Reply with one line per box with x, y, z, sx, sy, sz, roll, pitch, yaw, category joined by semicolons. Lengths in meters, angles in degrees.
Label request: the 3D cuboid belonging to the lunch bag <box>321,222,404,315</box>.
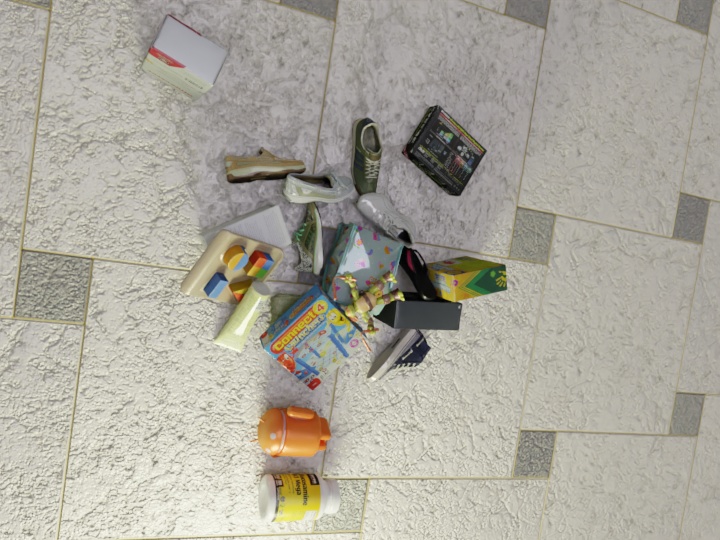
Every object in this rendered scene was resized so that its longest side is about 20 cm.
0.000;0.000;1.721;0.167;0.121;0.204;20;86;-25;lunch bag

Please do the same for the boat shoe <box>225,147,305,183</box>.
-0.228;-0.261;1.621;0.196;0.071;0.078;-8;84;-24;boat shoe

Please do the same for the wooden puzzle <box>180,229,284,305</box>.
-0.290;0.007;1.559;0.186;0.047;0.198;-50;143;16;wooden puzzle

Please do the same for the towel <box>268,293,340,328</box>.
-0.141;0.135;1.721;0.196;0.036;0.152;3;97;-25;towel

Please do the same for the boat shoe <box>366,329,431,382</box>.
0.109;0.246;1.822;0.093;0.074;0.200;46;77;-13;boat shoe

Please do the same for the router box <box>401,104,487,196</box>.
0.227;-0.321;1.812;0.199;0.062;0.151;37;82;-23;router box

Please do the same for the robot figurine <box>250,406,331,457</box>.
-0.175;0.410;1.697;0.196;0.143;0.119;10;70;-24;robot figurine

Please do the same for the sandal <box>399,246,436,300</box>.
0.147;-0.012;1.765;0.074;0.202;0.045;-6;144;-37;sandal

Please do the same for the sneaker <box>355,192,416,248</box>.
0.074;-0.131;1.745;0.198;0.088;0.075;30;113;-22;sneaker

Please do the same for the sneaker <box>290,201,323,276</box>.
-0.138;-0.085;1.683;0.086;0.077;0.205;-3;93;-5;sneaker

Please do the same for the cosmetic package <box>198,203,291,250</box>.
-0.276;-0.077;1.616;0.197;0.071;0.103;-24;107;-19;cosmetic package

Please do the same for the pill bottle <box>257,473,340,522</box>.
-0.156;0.582;1.728;0.196;0.112;0.115;6;94;-24;pill bottle

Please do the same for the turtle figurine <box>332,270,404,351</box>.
0.026;0.082;1.656;0.159;0.064;0.203;-27;94;-8;turtle figurine

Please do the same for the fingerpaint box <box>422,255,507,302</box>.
0.268;0.021;1.797;0.163;0.199;0.075;-11;101;-22;fingerpaint box

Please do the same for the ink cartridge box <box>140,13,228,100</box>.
-0.385;-0.455;1.454;0.144;0.199;0.084;27;83;-24;ink cartridge box

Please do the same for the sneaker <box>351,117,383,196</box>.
0.021;-0.286;1.710;0.066;0.090;0.205;-7;100;-23;sneaker

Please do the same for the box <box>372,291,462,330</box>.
0.151;0.106;1.788;0.196;0.141;0.081;4;95;-23;box

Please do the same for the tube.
-0.283;0.115;1.620;0.058;0.052;0.202;39;117;14;tube

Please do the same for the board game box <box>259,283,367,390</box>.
-0.115;0.169;1.672;0.200;0.056;0.196;-42;124;4;board game box

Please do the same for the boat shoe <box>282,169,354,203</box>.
-0.098;-0.212;1.660;0.198;0.075;0.066;-6;133;-31;boat shoe
